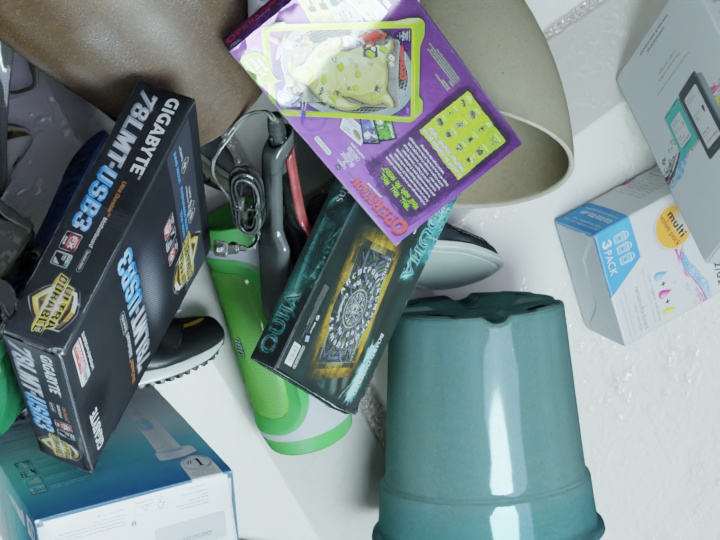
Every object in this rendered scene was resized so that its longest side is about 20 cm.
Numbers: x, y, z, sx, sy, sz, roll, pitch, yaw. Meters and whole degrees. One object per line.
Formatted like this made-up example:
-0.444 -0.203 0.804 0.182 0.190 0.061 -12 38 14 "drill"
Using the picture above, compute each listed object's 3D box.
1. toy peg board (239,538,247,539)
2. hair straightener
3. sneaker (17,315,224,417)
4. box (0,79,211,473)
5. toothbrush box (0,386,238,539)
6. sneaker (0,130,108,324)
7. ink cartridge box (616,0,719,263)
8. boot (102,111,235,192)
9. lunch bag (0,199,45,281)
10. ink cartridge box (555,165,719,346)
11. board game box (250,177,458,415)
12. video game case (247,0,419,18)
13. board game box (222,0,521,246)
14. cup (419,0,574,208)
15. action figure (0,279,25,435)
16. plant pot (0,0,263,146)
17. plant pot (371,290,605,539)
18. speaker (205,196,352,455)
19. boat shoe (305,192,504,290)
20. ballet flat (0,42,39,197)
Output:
-0.146 0.326 1.260 0.198 0.098 0.202 14 96 -29 "toy peg board"
-0.068 -0.031 1.105 0.077 0.041 0.201 -30 139 -25 "hair straightener"
-0.199 0.048 1.182 0.199 0.070 0.091 -15 100 -26 "sneaker"
-0.164 0.009 1.030 0.049 0.200 0.200 19 62 7 "box"
-0.192 0.163 1.138 0.145 0.200 0.086 -12 112 -24 "toothbrush box"
-0.205 -0.006 1.137 0.078 0.070 0.201 36 63 -25 "sneaker"
0.344 -0.133 1.310 0.146 0.201 0.146 -7 150 -25 "ink cartridge box"
-0.114 -0.185 1.173 0.182 0.072 0.201 41 77 -28 "boot"
-0.337 -0.021 1.033 0.200 0.139 0.168 42 97 -18 "lunch bag"
0.288 -0.031 1.405 0.199 0.068 0.116 -28 113 -18 "ink cartridge box"
0.000 0.000 1.161 0.201 0.028 0.135 -64 148 -8 "board game box"
-0.020 -0.227 1.124 0.142 0.201 0.018 20 133 -26 "video game case"
0.012 -0.122 1.054 0.120 0.032 0.200 -40 123 2 "board game box"
0.074 -0.152 1.217 0.199 0.200 0.144 17 67 -29 "cup"
-0.256 0.081 1.041 0.055 0.200 0.118 36 55 5 "action figure"
-0.155 -0.185 1.048 0.187 0.187 0.200 -46 120 -9 "plant pot"
0.102 0.124 1.292 0.199 0.200 0.198 -6 97 -25 "plant pot"
-0.066 0.045 1.237 0.088 0.088 0.202 -23 112 -20 "speaker"
0.040 -0.028 1.282 0.199 0.075 0.061 11 54 -44 "boat shoe"
-0.264 -0.116 1.111 0.063 0.067 0.202 -3 104 -33 "ballet flat"
